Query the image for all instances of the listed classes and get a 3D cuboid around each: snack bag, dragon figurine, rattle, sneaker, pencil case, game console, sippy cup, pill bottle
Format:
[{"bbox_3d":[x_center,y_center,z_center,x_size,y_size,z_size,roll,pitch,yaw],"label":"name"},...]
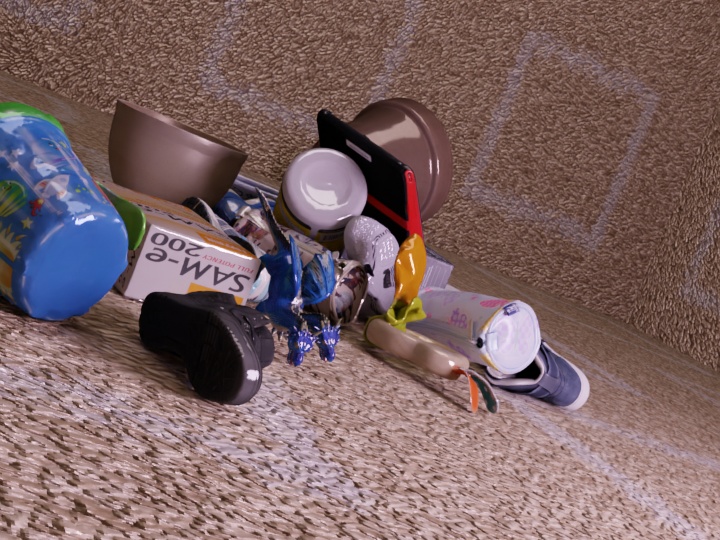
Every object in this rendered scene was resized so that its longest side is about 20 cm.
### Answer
[{"bbox_3d":[-0.191,-0.116,1.877,0.186,0.022,0.200,21,-16,-7],"label":"snack bag"},{"bbox_3d":[-0.062,0.006,1.087,0.058,0.203,0.099,20,-32,-38],"label":"dragon figurine"},{"bbox_3d":[0.101,0.061,1.261,0.130,0.144,0.199,40,-9,-28],"label":"rattle"},{"bbox_3d":[0.188,0.105,1.471,0.145,0.078,0.201,21,7,-46],"label":"sneaker"},{"bbox_3d":[0.131,0.071,1.380,0.090,0.085,0.199,-22,16,-25],"label":"pencil case"},{"bbox_3d":[-0.157,-0.013,1.297,0.086,0.078,0.199,34,3,-47],"label":"sneaker"},{"bbox_3d":[-0.101,0.055,0.875,0.103,0.061,0.199,12,8,-38],"label":"sneaker"},{"bbox_3d":[-0.079,-0.010,1.397,0.198,0.091,0.077,27,38,31],"label":"pencil case"},{"bbox_3d":[0.014,-0.103,1.487,0.031,0.179,0.199,-28,44,-25],"label":"game console"},{"bbox_3d":[0.000,0.000,1.471,0.114,0.075,0.201,19,-30,40],"label":"sneaker"},{"bbox_3d":[-0.245,-0.035,0.843,0.130,0.177,0.141,38,-31,31],"label":"sippy cup"},{"bbox_3d":[-0.161,-0.064,1.737,0.089,0.079,0.199,44,17,29],"label":"sneaker"},{"bbox_3d":[-0.064,-0.066,1.506,0.111,0.114,0.201,22,-29,-3],"label":"pill bottle"}]

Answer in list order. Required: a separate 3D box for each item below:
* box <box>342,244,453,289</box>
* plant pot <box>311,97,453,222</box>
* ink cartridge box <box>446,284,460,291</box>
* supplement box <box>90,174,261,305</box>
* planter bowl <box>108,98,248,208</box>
[{"bbox_3d":[0.024,-0.010,1.730,0.179,0.106,0.200,20,6,-13],"label":"box"},{"bbox_3d":[0.013,-0.156,1.703,0.199,0.204,0.173,27,26,36],"label":"plant pot"},{"bbox_3d":[0.166,0.063,1.943,0.198,0.051,0.160,30,8,24],"label":"ink cartridge box"},{"bbox_3d":[-0.200,-0.023,1.123,0.125,0.075,0.199,18,8,-35],"label":"supplement box"},{"bbox_3d":[-0.273,-0.141,1.597,0.197,0.137,0.200,22,6,-2],"label":"planter bowl"}]
